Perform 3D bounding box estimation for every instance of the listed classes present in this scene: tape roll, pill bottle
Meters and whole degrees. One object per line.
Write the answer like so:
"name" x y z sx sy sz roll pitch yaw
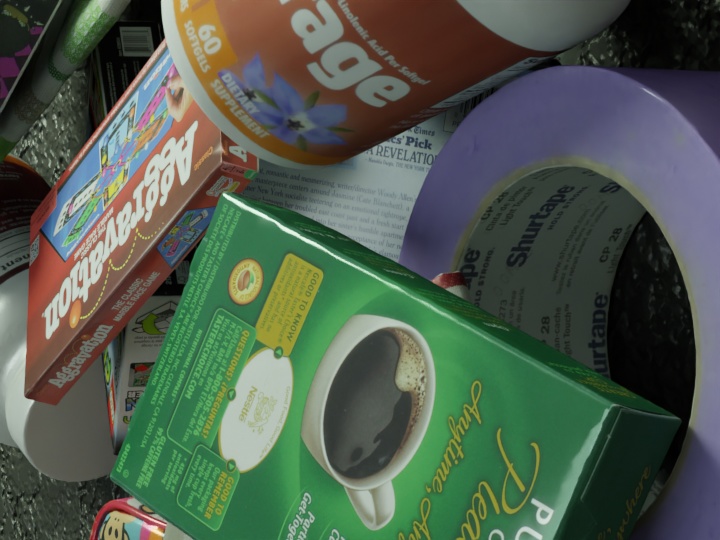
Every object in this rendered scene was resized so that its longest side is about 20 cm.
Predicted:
"tape roll" 0.102 0.028 0.717 0.200 0.085 0.201 2 93 54
"pill bottle" -0.184 0.024 1.096 0.200 0.113 0.113 45 127 44
"pill bottle" 0.028 -0.118 0.717 0.200 0.112 0.112 -24 72 44

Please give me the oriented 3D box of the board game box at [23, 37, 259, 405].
"board game box" -0.100 -0.032 0.879 0.200 0.019 0.103 -45 40 44

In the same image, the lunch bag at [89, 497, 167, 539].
"lunch bag" -0.034 0.192 0.881 0.200 0.082 0.177 10 101 35

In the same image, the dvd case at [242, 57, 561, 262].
"dvd case" 0.000 0.000 0.842 0.142 0.018 0.201 11 98 21

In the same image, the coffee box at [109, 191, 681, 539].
"coffee box" 0.004 0.063 0.699 0.200 0.044 0.123 27 98 41

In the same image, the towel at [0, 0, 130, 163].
"towel" -0.139 -0.150 1.018 0.200 0.031 0.149 -44 23 37

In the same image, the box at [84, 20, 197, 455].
"box" -0.110 -0.020 0.989 0.200 0.035 0.110 -104 19 -45

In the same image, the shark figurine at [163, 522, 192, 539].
"shark figurine" -0.046 0.196 0.794 0.128 0.089 0.215 -44 72 31

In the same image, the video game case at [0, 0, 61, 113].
"video game case" -0.202 -0.109 1.031 0.182 0.036 0.200 -64 19 -15

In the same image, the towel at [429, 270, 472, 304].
"towel" 0.012 0.119 0.725 0.144 0.023 0.200 -32 64 30
